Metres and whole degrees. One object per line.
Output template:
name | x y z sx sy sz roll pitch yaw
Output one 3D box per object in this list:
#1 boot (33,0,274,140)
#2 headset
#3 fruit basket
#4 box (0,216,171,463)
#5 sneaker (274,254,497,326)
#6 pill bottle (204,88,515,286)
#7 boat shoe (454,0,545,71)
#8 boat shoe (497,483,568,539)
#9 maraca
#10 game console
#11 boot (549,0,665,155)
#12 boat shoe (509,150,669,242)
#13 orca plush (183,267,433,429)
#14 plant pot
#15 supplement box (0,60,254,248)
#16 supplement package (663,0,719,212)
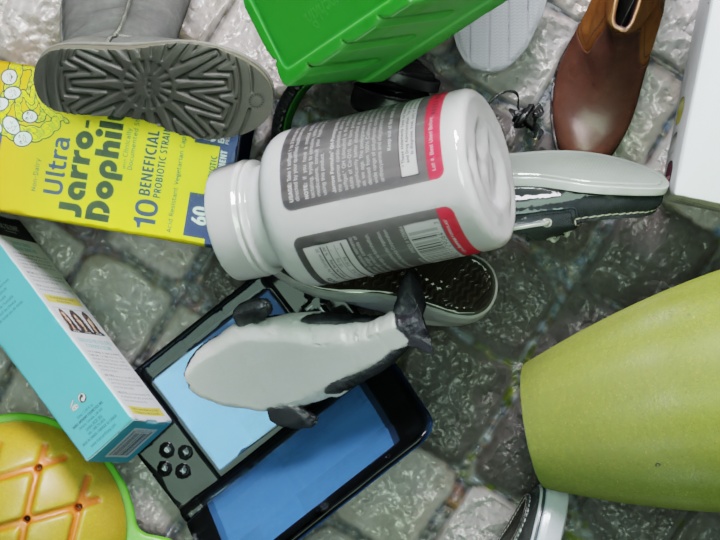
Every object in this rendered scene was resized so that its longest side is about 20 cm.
boot | -0.140 -0.166 1.664 0.180 0.200 0.073 11 112 1
headset | 0.035 -0.104 1.734 0.198 0.094 0.125 -6 96 17
fruit basket | 0.034 -0.230 1.571 0.214 0.216 0.156 -27 90 2
box | -0.226 0.049 1.702 0.049 0.082 0.200 -41 76 9
sneaker | 0.000 0.000 1.714 0.199 0.085 0.073 21 77 1
pill bottle | -0.002 -0.051 1.594 0.198 0.111 0.112 -11 90 21
boat shoe | 0.103 -0.250 1.715 0.071 0.071 0.202 3 108 -4
boat shoe | 0.090 0.244 1.721 0.070 0.072 0.201 24 93 -3
maraca | -0.224 0.195 1.712 0.200 0.107 0.137 44 91 1
game console | -0.071 0.105 1.703 0.200 0.118 0.171 -38 90 1
boot | 0.188 -0.165 1.652 0.068 0.200 0.189 25 91 1
boat shoe | 0.121 -0.051 1.675 0.198 0.076 0.061 5 110 0
orca plush | -0.032 0.042 1.663 0.199 0.071 0.105 -31 105 32
plant pot | 0.222 0.097 1.678 0.198 0.187 0.189 -11 90 14
supplement box | -0.184 -0.084 1.709 0.198 0.110 0.110 9 90 2
supplement package | 0.315 -0.136 1.694 0.154 0.111 0.202 11 90 1
